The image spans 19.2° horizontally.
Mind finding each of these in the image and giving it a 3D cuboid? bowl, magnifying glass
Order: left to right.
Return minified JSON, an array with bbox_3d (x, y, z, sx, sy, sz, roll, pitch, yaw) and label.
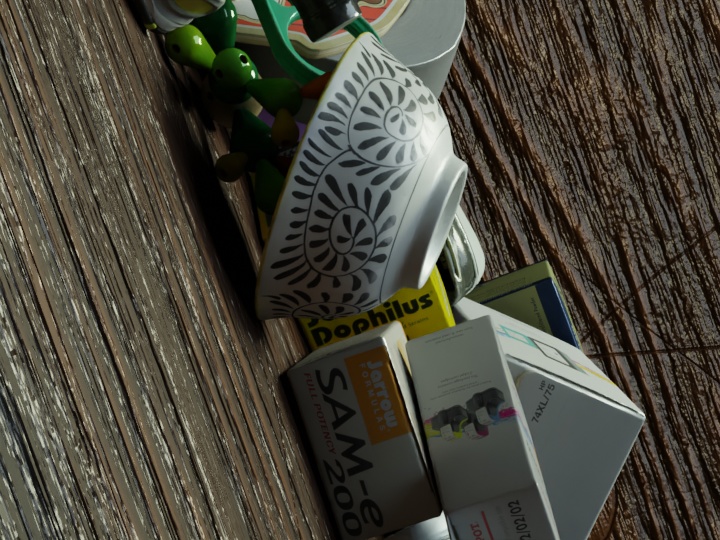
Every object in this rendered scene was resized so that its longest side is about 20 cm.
[{"bbox_3d":[-0.061,-0.196,1.504,0.200,0.079,0.022,45,-43,15],"label":"magnifying glass"},{"bbox_3d":[0.012,-0.045,1.387,0.201,0.093,0.202,22,90,-82],"label":"bowl"}]

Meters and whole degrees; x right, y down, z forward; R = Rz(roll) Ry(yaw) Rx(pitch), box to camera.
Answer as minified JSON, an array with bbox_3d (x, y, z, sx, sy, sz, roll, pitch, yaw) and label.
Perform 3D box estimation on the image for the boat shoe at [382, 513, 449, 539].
[{"bbox_3d":[0.063,0.233,1.631,0.200,0.072,0.071,63,4,-72],"label":"boat shoe"}]

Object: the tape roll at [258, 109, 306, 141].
[{"bbox_3d":[-0.056,-0.128,1.790,0.200,0.065,0.202,-21,90,-86],"label":"tape roll"}]

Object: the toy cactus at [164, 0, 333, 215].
[{"bbox_3d":[-0.080,-0.134,1.448,0.201,0.102,0.165,61,-6,4],"label":"toy cactus"}]

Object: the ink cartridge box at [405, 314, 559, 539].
[{"bbox_3d":[0.090,0.146,1.444,0.201,0.067,0.116,-102,173,-45],"label":"ink cartridge box"}]

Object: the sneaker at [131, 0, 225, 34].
[{"bbox_3d":[-0.129,-0.238,1.290,0.201,0.076,0.076,64,9,-46],"label":"sneaker"}]

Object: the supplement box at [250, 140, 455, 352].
[{"bbox_3d":[0.000,0.000,1.639,0.110,0.108,0.201,-104,173,-52],"label":"supplement box"}]

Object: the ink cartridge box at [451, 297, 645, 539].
[{"bbox_3d":[0.118,0.129,1.764,0.145,0.148,0.200,23,9,-15],"label":"ink cartridge box"}]

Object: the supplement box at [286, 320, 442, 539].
[{"bbox_3d":[0.009,0.110,1.495,0.200,0.073,0.127,-14,86,-85],"label":"supplement box"}]

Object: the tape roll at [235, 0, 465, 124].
[{"bbox_3d":[-0.021,-0.196,1.625,0.066,0.198,0.201,112,-27,-42],"label":"tape roll"}]

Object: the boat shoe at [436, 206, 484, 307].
[{"bbox_3d":[0.037,-0.063,1.767,0.201,0.070,0.064,58,30,-6],"label":"boat shoe"}]

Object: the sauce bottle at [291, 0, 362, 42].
[{"bbox_3d":[-0.062,-0.251,1.436,0.201,0.064,0.065,59,5,-3],"label":"sauce bottle"}]

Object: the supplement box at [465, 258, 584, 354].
[{"bbox_3d":[0.111,0.093,2.006,0.200,0.198,0.135,-55,124,-83],"label":"supplement box"}]

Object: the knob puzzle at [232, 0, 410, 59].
[{"bbox_3d":[-0.047,-0.233,1.580,0.031,0.217,0.221,112,-27,-42],"label":"knob puzzle"}]
